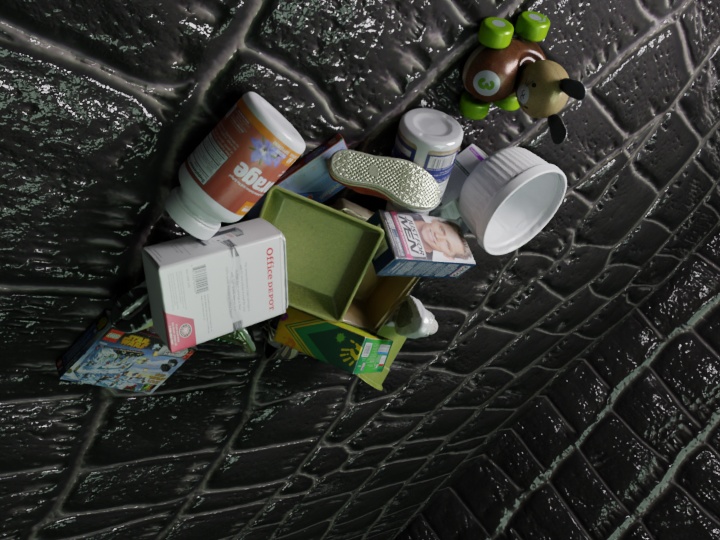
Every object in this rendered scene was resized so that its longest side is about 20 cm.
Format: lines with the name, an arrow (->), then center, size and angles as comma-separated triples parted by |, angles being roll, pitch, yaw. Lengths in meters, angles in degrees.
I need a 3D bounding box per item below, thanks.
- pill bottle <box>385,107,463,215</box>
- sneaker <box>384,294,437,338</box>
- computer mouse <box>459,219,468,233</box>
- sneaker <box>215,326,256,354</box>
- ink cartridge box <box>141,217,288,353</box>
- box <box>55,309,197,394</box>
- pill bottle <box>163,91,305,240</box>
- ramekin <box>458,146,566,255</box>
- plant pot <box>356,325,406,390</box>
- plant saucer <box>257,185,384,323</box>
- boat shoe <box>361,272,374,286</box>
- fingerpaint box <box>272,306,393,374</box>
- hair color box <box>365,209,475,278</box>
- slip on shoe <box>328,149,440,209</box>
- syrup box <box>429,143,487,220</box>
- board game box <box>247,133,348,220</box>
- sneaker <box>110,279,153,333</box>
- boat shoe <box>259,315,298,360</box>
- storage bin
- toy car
pill bottle -> 0.103, -0.175, 1.093 | 0.111, 0.111, 0.201 | -17, 143, -28
sneaker -> 0.114, 0.096, 1.199 | 0.099, 0.200, 0.078 | 21, 91, -11
computer mouse -> 0.201, -0.085, 1.352 | 0.138, 0.053, 0.201 | -6, 136, -38
sneaker -> -0.260, 0.104, 1.154 | 0.088, 0.077, 0.200 | -22, 142, 1
ink cartridge box -> -0.216, 0.017, 0.936 | 0.199, 0.085, 0.147 | -17, 124, -31
box -> -0.408, 0.150, 1.085 | 0.137, 0.040, 0.200 | -42, 147, 10
pill bottle -> -0.181, -0.142, 0.865 | 0.200, 0.112, 0.112 | -45, 147, 12
ramekin -> 0.279, -0.138, 1.162 | 0.199, 0.105, 0.201 | -26, 146, -20
plant pot -> 0.031, 0.128, 1.359 | 0.190, 0.200, 0.200 | -50, 147, 0
plant saucer -> -0.087, -0.030, 1.037 | 0.199, 0.048, 0.201 | 21, 117, -10
boat shoe -> 0.000, 0.000, 1.258 | 0.199, 0.068, 0.072 | -29, 149, -10
fingerpaint box -> -0.047, 0.135, 1.166 | 0.074, 0.166, 0.200 | -69, 162, -2
hair color box -> 0.105, -0.044, 1.089 | 0.199, 0.101, 0.060 | 3, 149, -39
slip on shoe -> 0.039, -0.149, 1.014 | 0.199, 0.075, 0.061 | 14, 174, -14
syrup box -> 0.176, -0.150, 1.221 | 0.200, 0.082, 0.079 | -37, 148, 2
board game box -> -0.099, -0.138, 1.034 | 0.199, 0.019, 0.103 | -35, 146, -3
sneaker -> -0.312, 0.028, 1.006 | 0.199, 0.078, 0.090 | -35, 174, -12
boat shoe -> -0.163, 0.125, 1.254 | 0.073, 0.075, 0.201 | -19, 142, -26
storage bin -> -0.005, -0.007, 1.156 | 0.199, 0.094, 0.199 | 22, 119, -28
toy car -> 0.281, -0.302, 1.017 | 0.157, 0.200, 0.165 | -19, 144, -25
